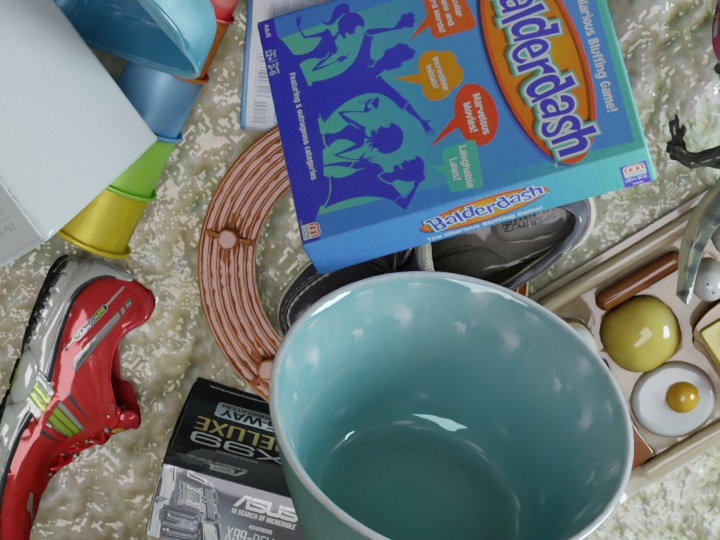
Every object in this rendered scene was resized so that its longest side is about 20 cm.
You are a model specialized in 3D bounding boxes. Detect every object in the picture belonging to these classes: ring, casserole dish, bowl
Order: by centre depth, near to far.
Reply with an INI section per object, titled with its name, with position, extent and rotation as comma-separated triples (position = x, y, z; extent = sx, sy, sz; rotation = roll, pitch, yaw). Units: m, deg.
[bowl]
position = 0.041, 0.109, 1.396
extent = 0.201, 0.201, 0.105
rotation = 15, 137, -1
[casserole dish]
position = -0.151, -0.169, 1.434
extent = 0.039, 0.200, 0.121
rotation = -51, 126, -14
[ring]
position = 0.000, 0.000, 1.511
extent = 0.200, 0.019, 0.200
rotation = 1, 97, 6

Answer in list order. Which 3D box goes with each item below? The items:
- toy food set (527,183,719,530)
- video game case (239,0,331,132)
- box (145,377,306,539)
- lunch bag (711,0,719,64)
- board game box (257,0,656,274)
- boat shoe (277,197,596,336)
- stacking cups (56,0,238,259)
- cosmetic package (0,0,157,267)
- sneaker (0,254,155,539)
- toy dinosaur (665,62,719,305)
[toy food set]
position = 0.193, 0.049, 1.524
extent = 0.200, 0.060, 0.144
rotation = -31, 101, 11
[video game case]
position = 0.032, -0.146, 1.504
extent = 0.200, 0.018, 0.143
rotation = 5, 105, 2
[box]
position = -0.019, 0.135, 1.510
extent = 0.200, 0.158, 0.050
rotation = 16, 105, 0
[lunch bag]
position = 0.297, -0.188, 1.421
extent = 0.176, 0.082, 0.200
rotation = 9, 94, 2
[board game box]
position = 0.052, -0.097, 1.441
extent = 0.200, 0.045, 0.152
rotation = -16, 63, 7
[boat shoe]
position = 0.041, -0.004, 1.462
extent = 0.200, 0.065, 0.072
rotation = -21, 93, 9
[stacking cups]
position = -0.124, -0.108, 1.505
extent = 0.060, 0.061, 0.200
rotation = 25, 103, -3
[cosmetic package]
position = -0.261, -0.090, 1.443
extent = 0.199, 0.123, 0.200
rotation = -26, 103, 42
[sneaker]
position = -0.179, 0.091, 1.552
extent = 0.085, 0.077, 0.200
rotation = 19, 106, -7
[toy dinosaur]
position = 0.228, -0.078, 1.478
extent = 0.200, 0.047, 0.088
rotation = -44, 60, -8
